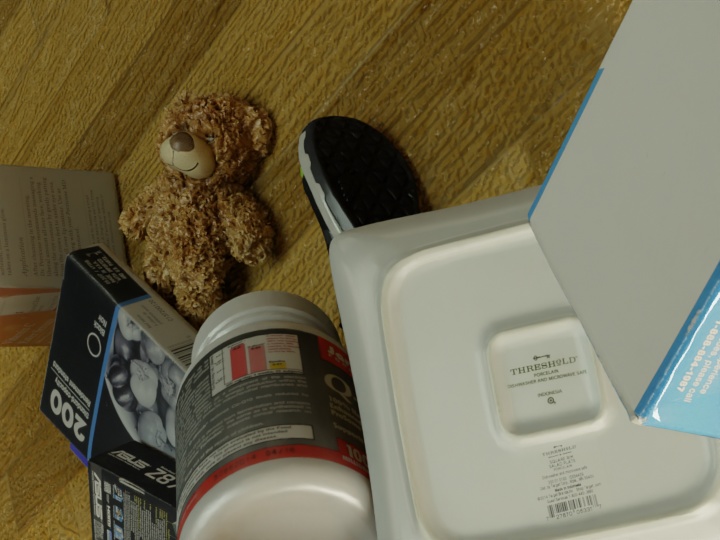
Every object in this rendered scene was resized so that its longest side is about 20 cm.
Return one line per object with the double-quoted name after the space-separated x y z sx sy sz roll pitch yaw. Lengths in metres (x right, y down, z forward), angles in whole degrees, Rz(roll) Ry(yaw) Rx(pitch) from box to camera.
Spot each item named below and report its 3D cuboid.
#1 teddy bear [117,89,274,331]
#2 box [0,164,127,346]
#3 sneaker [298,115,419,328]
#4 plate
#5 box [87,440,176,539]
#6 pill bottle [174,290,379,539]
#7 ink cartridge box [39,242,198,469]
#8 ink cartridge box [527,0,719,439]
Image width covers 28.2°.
-0.122 -0.027 1.022 0.145 0.066 0.201 49 127 39 "teddy bear"
-0.314 -0.009 1.170 0.152 0.198 0.108 -31 65 49 "box"
0.000 0.000 0.853 0.083 0.071 0.202 -51 50 42 "sneaker"
0.089 0.052 0.669 0.197 0.032 0.202 -13 75 12 "plate"
-0.118 0.236 0.970 0.160 0.049 0.202 19 116 42 "box"
-0.046 0.100 0.793 0.201 0.115 0.117 -105 32 -60 "pill bottle"
-0.161 0.116 1.041 0.198 0.043 0.202 38 128 34 "ink cartridge box"
0.186 -0.016 0.514 0.126 0.198 0.129 -111 39 -54 "ink cartridge box"
